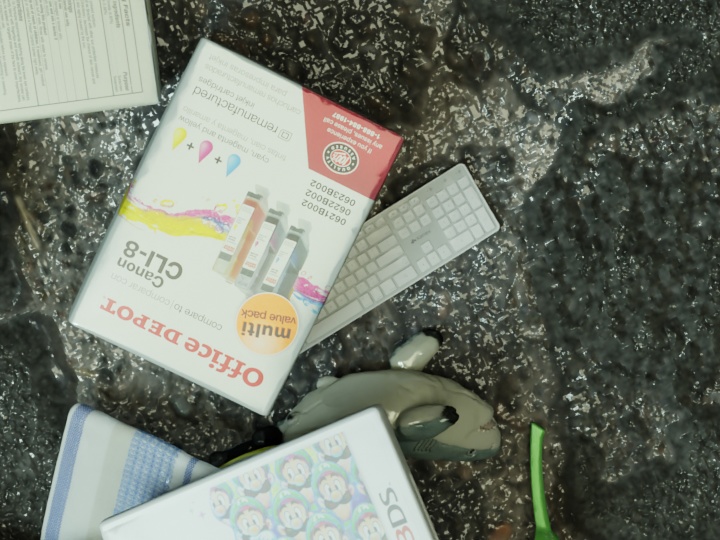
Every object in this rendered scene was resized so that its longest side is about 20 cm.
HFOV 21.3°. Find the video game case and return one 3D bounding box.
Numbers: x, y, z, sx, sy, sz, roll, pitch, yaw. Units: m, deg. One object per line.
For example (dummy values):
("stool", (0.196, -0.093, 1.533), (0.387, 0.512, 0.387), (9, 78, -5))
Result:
("video game case", (-0.043, 0.206, 1.212), (0.199, 0.024, 0.183), (-23, 88, 9))

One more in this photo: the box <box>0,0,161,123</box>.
("box", (-0.234, -0.144, 1.251), (0.199, 0.078, 0.095), (-7, 101, -5))

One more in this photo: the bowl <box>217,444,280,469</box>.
("bowl", (-0.017, 0.202, 1.307), (0.199, 0.108, 0.201), (8, 107, 27))

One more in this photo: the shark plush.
("shark plush", (-0.003, 0.122, 1.331), (0.199, 0.091, 0.084), (-20, 132, -7))

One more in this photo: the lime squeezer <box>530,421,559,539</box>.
("lime squeezer", (0.100, 0.212, 1.369), (0.070, 0.038, 0.201), (31, 96, -10))

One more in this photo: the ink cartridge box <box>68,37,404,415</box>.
("ink cartridge box", (-0.082, -0.031, 1.247), (0.145, 0.145, 0.201), (25, 95, -7))

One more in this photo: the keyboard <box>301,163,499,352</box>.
("keyboard", (0.000, 0.000, 1.335), (0.199, 0.011, 0.056), (-32, 101, 1))

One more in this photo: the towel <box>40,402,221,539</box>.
("towel", (-0.128, 0.187, 1.292), (0.199, 0.024, 0.148), (22, 111, 22))
